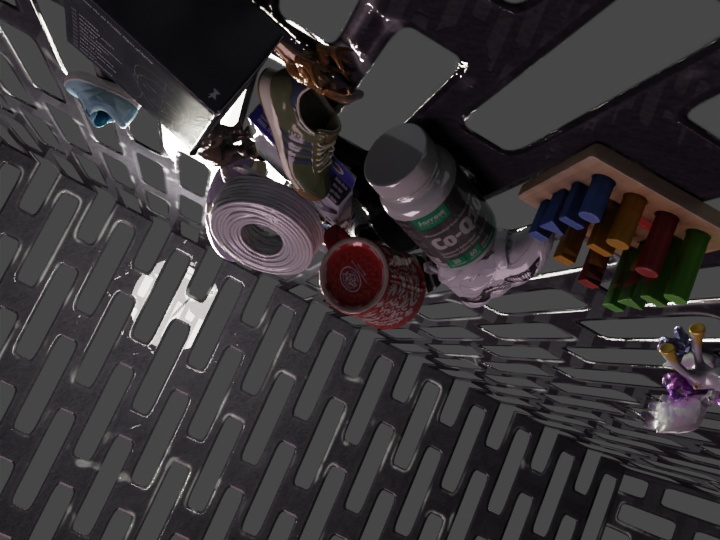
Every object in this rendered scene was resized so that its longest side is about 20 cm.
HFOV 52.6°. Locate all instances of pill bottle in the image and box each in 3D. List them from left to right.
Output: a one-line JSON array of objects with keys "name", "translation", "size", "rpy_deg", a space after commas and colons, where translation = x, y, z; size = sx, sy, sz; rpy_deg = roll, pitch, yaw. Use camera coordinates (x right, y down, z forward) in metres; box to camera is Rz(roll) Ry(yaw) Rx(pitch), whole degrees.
[{"name": "pill bottle", "translation": [0.094, -0.095, 0.965], "size": [0.112, 0.115, 0.200], "rpy_deg": [15, 162, 43]}]

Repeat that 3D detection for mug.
[{"name": "mug", "translation": [-0.002, 0.012, 1.123], "size": [0.174, 0.136, 0.200], "rpy_deg": [20, 180, 17]}]

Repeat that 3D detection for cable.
[{"name": "cable", "translation": [-0.159, -0.073, 1.237], "size": [0.196, 0.070, 0.201], "rpy_deg": [19, 144, 0]}]

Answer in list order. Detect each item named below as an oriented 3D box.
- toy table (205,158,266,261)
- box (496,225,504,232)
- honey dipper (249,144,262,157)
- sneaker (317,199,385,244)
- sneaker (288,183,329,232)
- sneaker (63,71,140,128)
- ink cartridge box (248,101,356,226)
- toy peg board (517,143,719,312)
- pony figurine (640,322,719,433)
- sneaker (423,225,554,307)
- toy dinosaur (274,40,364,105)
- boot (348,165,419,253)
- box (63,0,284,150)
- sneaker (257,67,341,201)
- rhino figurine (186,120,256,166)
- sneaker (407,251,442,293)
[{"name": "toy table", "translation": [-0.215, -0.111, 1.378], "size": [0.180, 0.205, 0.117], "rpy_deg": [-9, -165, -27]}, {"name": "box", "translation": [0.143, -0.081, 1.096], "size": [0.198, 0.042, 0.039], "rpy_deg": [29, -155, -18]}, {"name": "honey dipper", "translation": [-0.115, -0.180, 1.281], "size": [0.197, 0.039, 0.038], "rpy_deg": [25, 170, 23]}, {"name": "sneaker", "translation": [-0.028, -0.095, 1.287], "size": [0.196, 0.076, 0.116], "rpy_deg": [19, -164, -11]}, {"name": "sneaker", "translation": [-0.068, -0.095, 1.416], "size": [0.197, 0.091, 0.079], "rpy_deg": [22, 170, 20]}, {"name": "sneaker", "translation": [-0.510, -0.323, 1.396], "size": [0.197, 0.083, 0.074], "rpy_deg": [20, 167, 30]}, {"name": "ink cartridge box", "translation": [-0.091, -0.165, 1.126], "size": [0.199, 0.041, 0.200], "rpy_deg": [44, 170, 6]}, {"name": "toy peg board", "translation": [0.293, -0.034, 0.851], "size": [0.196, 0.099, 0.200], "rpy_deg": [27, 169, -7]}, {"name": "pony figurine", "translation": [0.547, 0.174, 1.161], "size": [0.191, 0.168, 0.201], "rpy_deg": [3, 141, 45]}, {"name": "sneaker", "translation": [0.182, -0.022, 1.057], "size": [0.113, 0.076, 0.200], "rpy_deg": [28, 139, -21]}, {"name": "toy dinosaur", "translation": [-0.070, -0.238, 0.834], "size": [0.199, 0.061, 0.105], "rpy_deg": [34, 168, -34]}, {"name": "boot", "translation": [0.062, -0.077, 1.187], "size": [0.201, 0.069, 0.174], "rpy_deg": [55, -173, 34]}, {"name": "box", "translation": [-0.212, -0.260, 0.806], "size": [0.199, 0.125, 0.196], "rpy_deg": [42, 167, -15]}, {"name": "sneaker", "translation": [-0.063, -0.176, 0.971], "size": [0.088, 0.068, 0.203], "rpy_deg": [6, 135, 32]}, {"name": "rhino figurine", "translation": [-0.215, -0.192, 1.092], "size": [0.085, 0.061, 0.200], "rpy_deg": [-8, -177, 2]}, {"name": "sneaker", "translation": [0.112, -0.002, 1.282], "size": [0.196, 0.077, 0.115], "rpy_deg": [-15, -175, -7]}]
